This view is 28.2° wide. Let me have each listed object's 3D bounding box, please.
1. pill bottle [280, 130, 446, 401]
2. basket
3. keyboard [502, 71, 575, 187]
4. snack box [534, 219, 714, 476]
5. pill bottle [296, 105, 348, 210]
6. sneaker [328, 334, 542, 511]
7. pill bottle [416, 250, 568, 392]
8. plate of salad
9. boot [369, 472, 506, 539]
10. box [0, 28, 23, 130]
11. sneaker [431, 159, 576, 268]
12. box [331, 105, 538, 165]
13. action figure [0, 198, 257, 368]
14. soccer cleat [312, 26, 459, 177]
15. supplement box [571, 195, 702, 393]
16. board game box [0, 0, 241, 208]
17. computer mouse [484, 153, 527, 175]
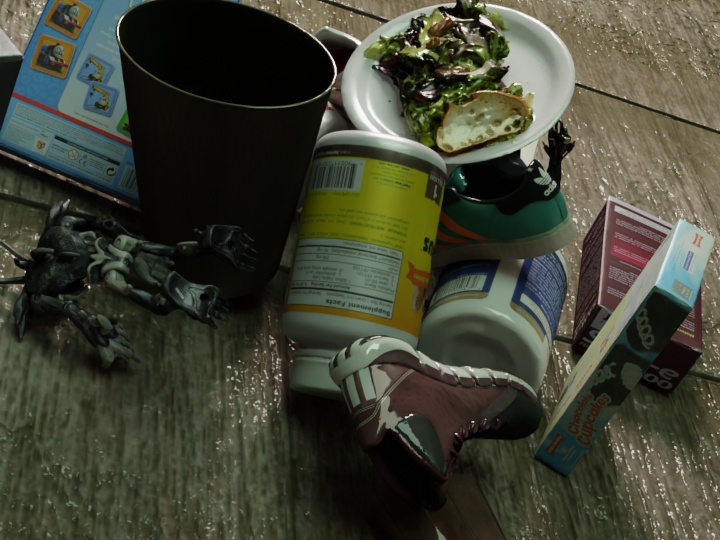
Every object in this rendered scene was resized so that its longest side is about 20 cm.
[{"bbox_3d":[0.000,0.000,1.120,0.109,0.109,0.201,14,80,-19],"label":"pill bottle"},{"bbox_3d":[-0.110,-0.088,1.130,0.180,0.201,0.136,26,43,22],"label":"basket"},{"bbox_3d":[0.135,-0.097,1.308,0.127,0.201,0.021,21,50,21],"label":"keyboard"},{"bbox_3d":[0.215,0.064,1.173,0.037,0.200,0.116,31,36,4],"label":"snack box"},{"bbox_3d":[-0.118,-0.147,1.296,0.200,0.111,0.111,38,36,14],"label":"pill bottle"},{"bbox_3d":[0.063,0.127,1.047,0.199,0.076,0.116,18,46,-36],"label":"sneaker"},{"bbox_3d":[0.118,0.026,1.235,0.111,0.111,0.200,27,35,0],"label":"pill bottle"},{"bbox_3d":[0.081,-0.168,1.212,0.199,0.048,0.201,-4,50,5],"label":"plate of salad"},{"bbox_3d":[0.119,0.217,1.044,0.186,0.064,0.200,2,38,-35],"label":"boot"},{"bbox_3d":[-0.377,-0.181,1.156,0.106,0.123,0.200,-14,52,-44],"label":"box"},{"bbox_3d":[0.079,-0.052,1.191,0.199,0.080,0.071,-6,29,33],"label":"sneaker"},{"bbox_3d":[0.065,-0.123,1.403,0.199,0.095,0.078,28,32,-3],"label":"box"},{"bbox_3d":[-0.180,0.011,1.066,0.199,0.102,0.119,1,57,29],"label":"action figure"},{"bbox_3d":[0.017,-0.139,1.277,0.200,0.070,0.086,48,4,23],"label":"soccer cleat"},{"bbox_3d":[0.269,0.019,1.387,0.108,0.061,0.200,25,34,-3],"label":"supplement box"},{"bbox_3d":[-0.207,-0.170,1.217,0.151,0.201,0.037,23,-7,-6],"label":"board game box"},{"bbox_3d":[0.065,-0.084,1.323,0.199,0.059,0.034,1,41,33],"label":"computer mouse"}]
